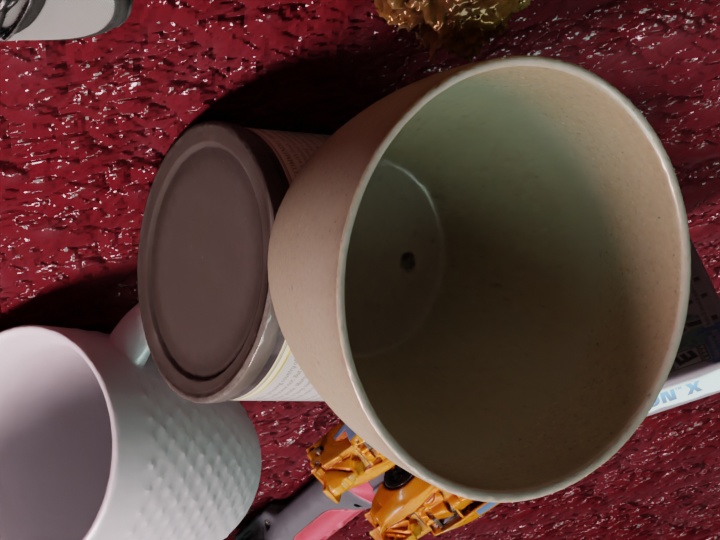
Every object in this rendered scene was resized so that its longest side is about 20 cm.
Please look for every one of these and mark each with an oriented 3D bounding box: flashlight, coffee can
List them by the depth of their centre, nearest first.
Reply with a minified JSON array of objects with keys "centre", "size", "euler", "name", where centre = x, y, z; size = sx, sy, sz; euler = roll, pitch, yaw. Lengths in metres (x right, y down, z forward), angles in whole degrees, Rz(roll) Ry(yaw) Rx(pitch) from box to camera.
[{"centre":[0.000,0.000,1.188],"size":[0.199,0.147,0.146],"euler":[3,147,-33],"name":"coffee can"},{"centre":[-0.012,0.176,1.600],"size":[0.068,0.068,0.200],"euler":[10,142,-33],"name":"flashlight"}]

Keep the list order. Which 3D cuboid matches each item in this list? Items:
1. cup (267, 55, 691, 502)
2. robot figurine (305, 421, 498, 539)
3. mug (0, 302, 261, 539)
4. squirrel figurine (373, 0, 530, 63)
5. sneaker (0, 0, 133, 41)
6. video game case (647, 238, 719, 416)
[{"centre":[0.036,-0.002,1.038],"size":[0.200,0.201,0.143],"euler":[3,-176,-33],"name":"cup"},{"centre":[0.073,0.105,1.463],"size":[0.200,0.058,0.145],"euler":[-35,122,11],"name":"robot figurine"},{"centre":[-0.133,0.092,1.316],"size":[0.175,0.148,0.200],"euler":[12,112,-55],"name":"mug"},{"centre":[0.075,-0.177,0.953],"size":[0.186,0.142,0.200],"euler":[-3,166,-45],"name":"squirrel figurine"},{"centre":[-0.189,-0.116,0.942],"size":[0.200,0.080,0.074],"euler":[2,146,-34],"name":"sneaker"},{"centre":[0.124,0.039,1.307],"size":[0.182,0.200,0.022],"euler":[-19,117,5],"name":"video game case"}]
